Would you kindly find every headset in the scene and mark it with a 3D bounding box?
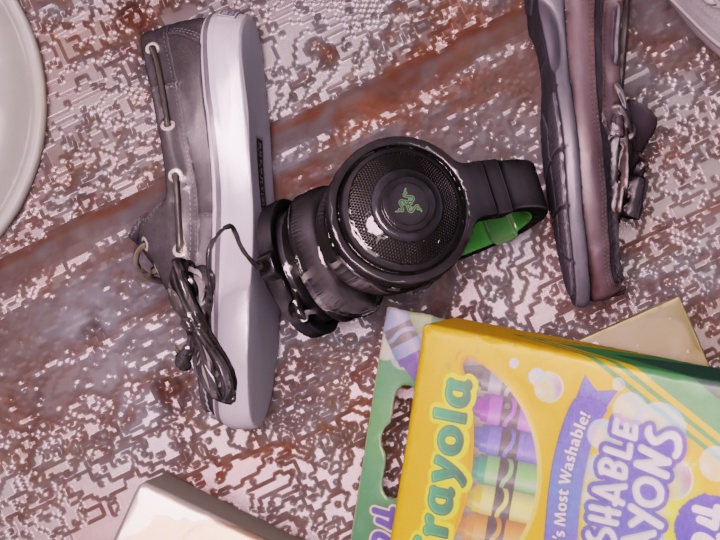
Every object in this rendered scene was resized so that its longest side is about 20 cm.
[{"bbox_3d":[0.000,0.000,1.003,0.199,0.123,0.095,-10,78,-38],"label":"headset"}]

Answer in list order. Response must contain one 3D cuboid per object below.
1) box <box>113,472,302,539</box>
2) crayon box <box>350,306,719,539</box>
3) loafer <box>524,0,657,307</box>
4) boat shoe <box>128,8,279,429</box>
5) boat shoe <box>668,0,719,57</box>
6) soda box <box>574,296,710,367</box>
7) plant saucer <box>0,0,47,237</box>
[{"bbox_3d":[-0.028,0.179,1.042,0.199,0.078,0.096,24,89,4],"label":"box"},{"bbox_3d":[0.088,0.096,0.998,0.199,0.052,0.127,11,96,18],"label":"crayon box"},{"bbox_3d":[0.116,-0.085,1.059,0.062,0.072,0.202,-6,83,-2],"label":"loafer"},{"bbox_3d":[-0.078,-0.024,1.065,0.066,0.070,0.202,-4,86,11],"label":"boat shoe"},{"bbox_3d":[0.165,-0.151,1.013,0.072,0.069,0.200,-44,86,1],"label":"boat shoe"},{"bbox_3d":[0.157,0.118,1.044,0.067,0.064,0.201,-23,86,2],"label":"soda box"},{"bbox_3d":[-0.254,-0.081,1.085,0.198,0.050,0.202,0,86,3],"label":"plant saucer"}]
